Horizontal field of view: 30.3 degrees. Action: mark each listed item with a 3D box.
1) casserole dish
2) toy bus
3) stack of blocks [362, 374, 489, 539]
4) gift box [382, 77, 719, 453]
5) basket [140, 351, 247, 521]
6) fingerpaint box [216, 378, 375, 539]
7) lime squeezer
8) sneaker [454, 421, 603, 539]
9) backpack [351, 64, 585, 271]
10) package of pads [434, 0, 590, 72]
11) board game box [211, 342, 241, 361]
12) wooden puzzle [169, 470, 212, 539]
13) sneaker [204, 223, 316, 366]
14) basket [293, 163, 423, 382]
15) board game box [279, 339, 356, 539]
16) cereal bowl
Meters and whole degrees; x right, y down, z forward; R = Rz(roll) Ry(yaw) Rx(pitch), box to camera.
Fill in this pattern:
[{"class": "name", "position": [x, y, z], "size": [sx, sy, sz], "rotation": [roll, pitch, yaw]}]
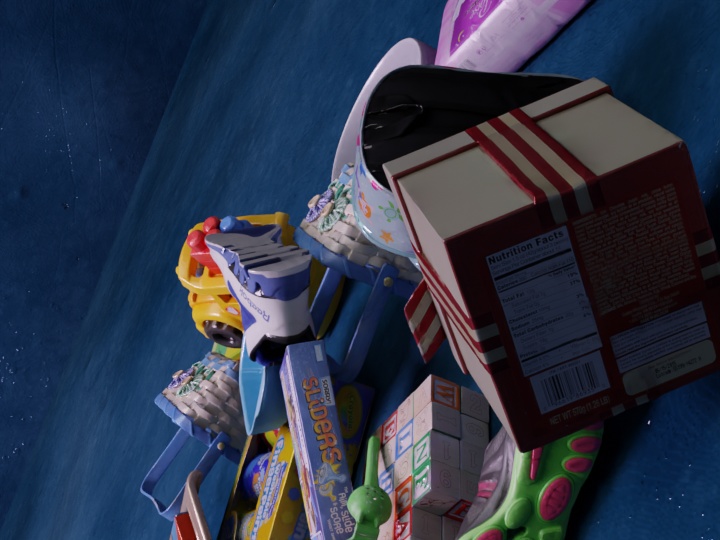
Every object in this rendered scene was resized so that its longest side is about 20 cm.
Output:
[{"class": "casserole dish", "position": [-0.095, 0.093, 1.383], "size": [0.200, 0.039, 0.121], "rotation": [-114, 34, -69]}, {"class": "toy bus", "position": [-0.148, -0.002, 1.576], "size": [0.200, 0.192, 0.136], "rotation": [-4, 61, 38]}, {"class": "stack of blocks", "position": [0.052, 0.201, 1.091], "size": [0.115, 0.059, 0.200], "rotation": [-49, 26, 41]}, {"class": "gift box", "position": [0.124, 0.002, 0.886], "size": [0.187, 0.184, 0.200], "rotation": [-117, 10, -66]}, {"class": "basket", "position": [-0.192, 0.202, 1.613], "size": [0.200, 0.139, 0.176], "rotation": [-60, 19, -9]}, {"class": "fingerpaint box", "position": [-0.073, 0.215, 1.385], "size": [0.167, 0.073, 0.200], "rotation": [-25, 45, 63]}, {"class": "lime squeezer", "position": [-0.004, 0.217, 1.074], "size": [0.071, 0.038, 0.200], "rotation": [-37, 36, 55]}, {"class": "sneaker", "position": [0.116, 0.169, 0.965], "size": [0.200, 0.077, 0.084], "rotation": [-61, 3, 8]}, {"class": "backpack", "position": [0.092, -0.079, 1.096], "size": [0.151, 0.200, 0.178], "rotation": [105, 173, -54]}, {"class": "package of pads", "position": [0.156, -0.272, 1.324], "size": [0.200, 0.076, 0.121], "rotation": [-42, 29, 50]}, {"class": "board game box", "position": [-0.136, 0.076, 1.747], "size": [0.200, 0.048, 0.102], "rotation": [-35, 37, 57]}, {"class": "wooden puzzle", "position": [-0.174, 0.339, 1.406], "size": [0.185, 0.037, 0.200], "rotation": [109, 149, -52]}, {"class": "sneaker", "position": [-0.094, 0.027, 1.272], "size": [0.199, 0.081, 0.115], "rotation": [-141, 44, -67]}, {"class": "basket", "position": [0.000, 0.000, 1.312], "size": [0.176, 0.139, 0.200], "rotation": [-152, 79, -71]}, {"class": "board game box", "position": [-0.036, 0.174, 1.205], "size": [0.135, 0.034, 0.200], "rotation": [115, 144, -75]}, {"class": "cereal bowl", "position": [0.049, -0.148, 1.456], "size": [0.200, 0.083, 0.200], "rotation": [-53, 23, 34]}]
